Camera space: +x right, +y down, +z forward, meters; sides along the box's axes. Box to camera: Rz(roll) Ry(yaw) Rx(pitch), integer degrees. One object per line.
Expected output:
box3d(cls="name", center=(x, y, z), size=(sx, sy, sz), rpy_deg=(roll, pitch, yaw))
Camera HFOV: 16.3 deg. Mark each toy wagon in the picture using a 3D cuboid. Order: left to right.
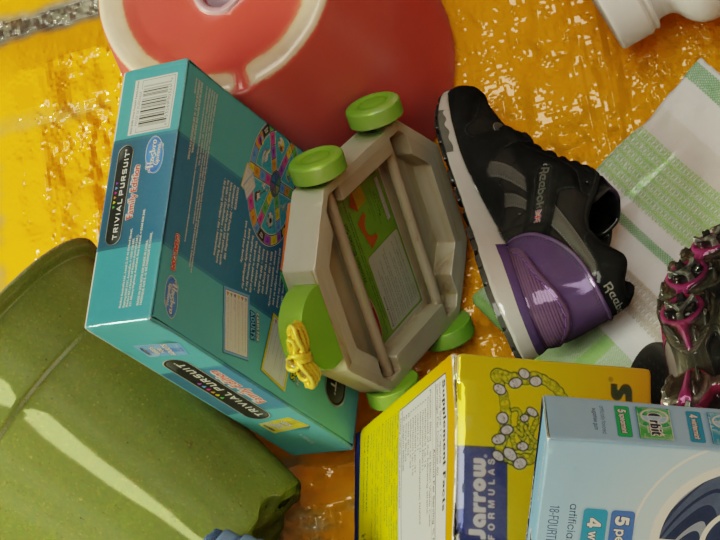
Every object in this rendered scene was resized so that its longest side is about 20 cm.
box3d(cls="toy wagon", center=(0.000, 0.000, 1.413), size=(0.039, 0.200, 0.156), rpy_deg=(-4, 116, 34))

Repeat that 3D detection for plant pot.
box3d(cls="plant pot", center=(-0.142, 0.118, 1.445), size=(0.189, 0.200, 0.201), rpy_deg=(36, 87, 10))
box3d(cls="plant pot", center=(-0.059, -0.139, 1.483), size=(0.199, 0.177, 0.202), rpy_deg=(-4, 74, 15))

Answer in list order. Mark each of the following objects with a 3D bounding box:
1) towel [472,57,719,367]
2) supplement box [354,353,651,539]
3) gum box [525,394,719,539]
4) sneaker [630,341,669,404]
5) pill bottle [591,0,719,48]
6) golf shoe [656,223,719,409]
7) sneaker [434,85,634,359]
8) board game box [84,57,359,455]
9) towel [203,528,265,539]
box3d(cls="towel", center=(0.166, -0.020, 1.428), size=(0.200, 0.031, 0.149), rpy_deg=(-45, 38, 0))
box3d(cls="supplement box", center=(0.072, 0.122, 1.344), size=(0.109, 0.200, 0.110), rpy_deg=(4, 74, -14))
box3d(cls="gum box", center=(0.178, 0.151, 1.210), size=(0.198, 0.045, 0.171), rpy_deg=(5, 116, -2))
box3d(cls="sneaker", center=(0.180, 0.138, 1.390), size=(0.067, 0.107, 0.203), rpy_deg=(-127, 50, -58))
box3d(cls="pill bottle", center=(0.215, -0.218, 1.459), size=(0.199, 0.112, 0.113), rpy_deg=(-32, 68, 5))
box3d(cls="golf shoe", center=(0.194, 0.056, 1.304), size=(0.072, 0.092, 0.201), rpy_deg=(-8, 40, 22))
box3d(cls="sneaker", center=(0.104, -0.036, 1.440), size=(0.087, 0.076, 0.201), rpy_deg=(-22, 48, 7))
box3d(cls="board game box", center=(-0.066, -0.003, 1.394), size=(0.047, 0.200, 0.152), rpy_deg=(-8, 63, 31))
box3d(cls="towel", center=(-0.015, 0.220, 1.321), size=(0.199, 0.049, 0.112), rpy_deg=(25, 59, 12))
